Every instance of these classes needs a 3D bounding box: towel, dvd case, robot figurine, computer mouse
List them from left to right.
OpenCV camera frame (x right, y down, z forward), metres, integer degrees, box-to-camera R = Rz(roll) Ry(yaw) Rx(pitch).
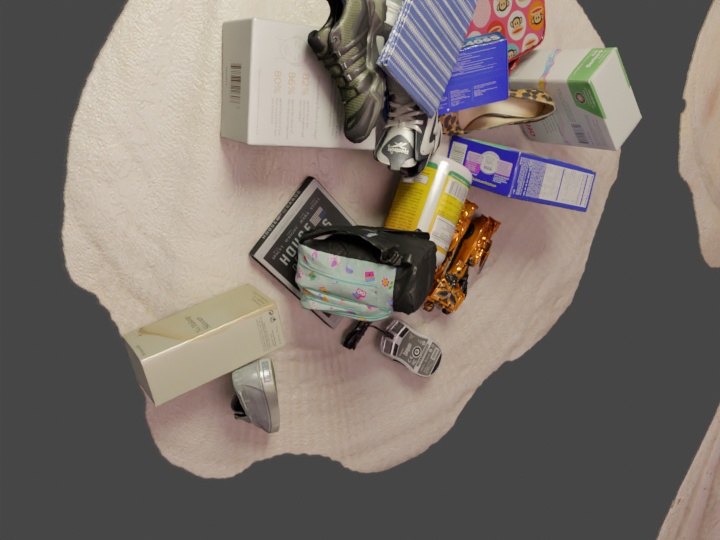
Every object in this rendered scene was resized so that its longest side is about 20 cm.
[{"bbox_3d":[-0.061,-0.024,1.054,0.151,0.025,0.200,-53,127,-10],"label":"dvd case"},{"bbox_3d":[0.063,0.125,1.177,0.199,0.044,0.111,35,79,-31],"label":"computer mouse"},{"bbox_3d":[0.094,-0.323,0.879,0.144,0.024,0.204,27,83,-53],"label":"towel"},{"bbox_3d":[0.165,-0.018,1.188,0.144,0.058,0.203,26,89,-36],"label":"robot figurine"}]

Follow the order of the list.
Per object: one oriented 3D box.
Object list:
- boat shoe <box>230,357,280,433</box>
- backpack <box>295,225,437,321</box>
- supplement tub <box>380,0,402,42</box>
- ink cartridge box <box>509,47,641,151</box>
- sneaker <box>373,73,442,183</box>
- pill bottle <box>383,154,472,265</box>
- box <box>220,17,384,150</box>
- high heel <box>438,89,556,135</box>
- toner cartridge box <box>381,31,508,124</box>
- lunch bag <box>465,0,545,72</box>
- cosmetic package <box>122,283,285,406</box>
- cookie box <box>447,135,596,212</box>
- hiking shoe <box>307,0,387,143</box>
[{"bbox_3d":[-0.157,0.188,0.996,0.070,0.071,0.202,-7,148,-9],"label":"boat shoe"},{"bbox_3d":[0.000,0.000,0.969,0.167,0.196,0.130,-26,123,-70],"label":"backpack"},{"bbox_3d":[0.068,-0.423,0.941,0.144,0.145,0.204,20,93,-36],"label":"supplement tub"},{"bbox_3d":[0.353,-0.293,1.145,0.088,0.199,0.146,-49,124,-14],"label":"ink cartridge box"},{"bbox_3d":[0.063,-0.209,0.945,0.201,0.078,0.131,79,27,-52],"label":"sneaker"},{"bbox_3d":[0.097,-0.076,1.081,0.111,0.112,0.204,22,86,-37],"label":"pill bottle"},{"bbox_3d":[-0.080,-0.249,0.918,0.196,0.106,0.156,-4,106,-33],"label":"box"},{"bbox_3d":[0.213,-0.257,1.093,0.197,0.142,0.073,-22,117,-27],"label":"high heel"},{"bbox_3d":[0.125,-0.292,1.027,0.195,0.043,0.097,-13,125,-3],"label":"toner cartridge box"},{"bbox_3d":[0.214,-0.398,1.088,0.198,0.081,0.179,-29,119,-24],"label":"lunch bag"},{"bbox_3d":[-0.215,0.098,0.937,0.197,0.103,0.075,-23,116,-28],"label":"cosmetic package"},{"bbox_3d":[0.271,-0.165,1.147,0.197,0.170,0.077,5,106,-36],"label":"cookie box"},{"bbox_3d":[-0.023,-0.265,0.850,0.099,0.075,0.205,-1,96,-24],"label":"hiking shoe"}]
